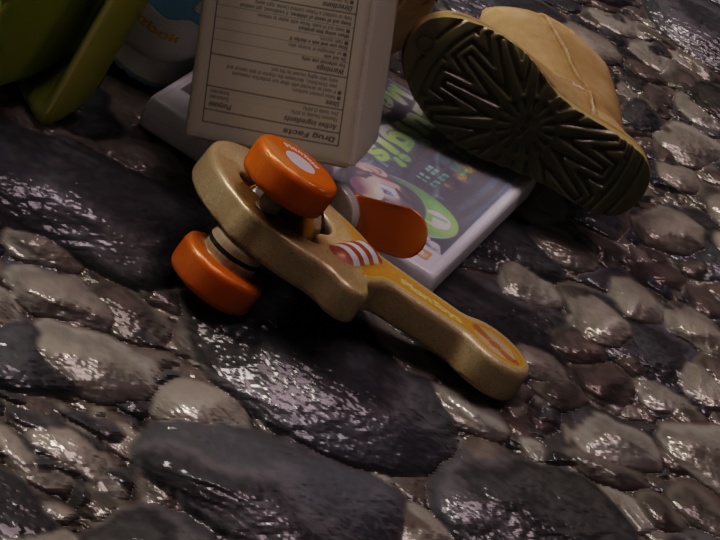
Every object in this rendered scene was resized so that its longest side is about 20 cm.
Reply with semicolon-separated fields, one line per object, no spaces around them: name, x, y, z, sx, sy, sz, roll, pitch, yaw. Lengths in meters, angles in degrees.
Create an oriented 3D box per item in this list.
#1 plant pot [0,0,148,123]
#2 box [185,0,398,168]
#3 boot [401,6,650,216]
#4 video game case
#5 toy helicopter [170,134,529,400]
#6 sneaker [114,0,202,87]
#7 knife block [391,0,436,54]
plant pot;-0.196;-0.203;1.396;0.181;0.200;0.200;16;27;-36
box;-0.026;-0.162;1.401;0.094;0.202;0.078;12;16;9
boot;0.089;-0.117;1.637;0.175;0.066;0.200;38;16;-17
video game case;-0.006;-0.068;1.528;0.181;0.023;0.200;33;26;8
toy helicopter;0.000;0.000;1.381;0.199;0.079;0.132;34;15;-13
sneaker;-0.075;-0.175;1.554;0.076;0.081;0.200;40;35;-4
knife block;-0.016;-0.145;1.556;0.064;0.200;0.176;42;64;3
